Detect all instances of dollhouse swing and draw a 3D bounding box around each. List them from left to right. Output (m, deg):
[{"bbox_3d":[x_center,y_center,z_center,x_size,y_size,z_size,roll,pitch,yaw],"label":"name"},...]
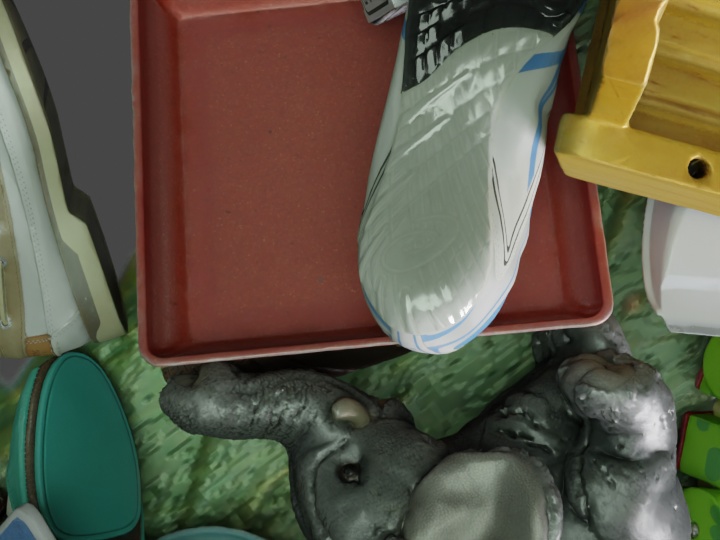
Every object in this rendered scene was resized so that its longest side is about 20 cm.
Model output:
[{"bbox_3d":[0.166,-0.126,0.611,0.181,0.176,0.201,14,87,-9],"label":"dollhouse swing"}]

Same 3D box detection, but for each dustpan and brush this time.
[{"bbox_3d":[0.194,-0.067,0.737,0.139,0.057,0.201,5,87,-10],"label":"dustpan and brush"}]

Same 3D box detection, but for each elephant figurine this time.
[{"bbox_3d":[0.035,0.104,0.723,0.199,0.155,0.142,-20,132,-17],"label":"elephant figurine"}]

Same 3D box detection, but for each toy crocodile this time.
[{"bbox_3d":[0.178,0.080,0.780,0.067,0.062,0.201,8,99,-40],"label":"toy crocodile"}]

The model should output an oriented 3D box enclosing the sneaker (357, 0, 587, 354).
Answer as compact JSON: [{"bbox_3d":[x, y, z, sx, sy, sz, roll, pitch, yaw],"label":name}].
[{"bbox_3d":[0.046,-0.064,0.664,0.072,0.072,0.201,16,81,7],"label":"sneaker"}]

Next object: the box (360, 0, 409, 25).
[{"bbox_3d":[0.071,-0.202,0.713,0.199,0.060,0.117,-26,97,-7],"label":"box"}]

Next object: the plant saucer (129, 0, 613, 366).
[{"bbox_3d":[0.000,-0.054,0.732,0.199,0.037,0.201,-5,67,1],"label":"plant saucer"}]

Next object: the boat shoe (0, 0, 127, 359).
[{"bbox_3d":[-0.170,-0.054,0.754,0.068,0.075,0.201,-18,99,-2],"label":"boat shoe"}]

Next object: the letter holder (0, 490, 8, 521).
[{"bbox_3d":[-0.274,0.167,0.756,0.101,0.142,0.200,41,98,-5],"label":"letter holder"}]

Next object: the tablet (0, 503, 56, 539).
[{"bbox_3d":[-0.119,0.211,0.715,0.200,0.014,0.130,54,130,12],"label":"tablet"}]

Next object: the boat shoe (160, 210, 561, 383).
[{"bbox_3d":[0.001,0.002,0.770,0.201,0.075,0.075,-14,72,1],"label":"boat shoe"}]

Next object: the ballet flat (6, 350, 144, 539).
[{"bbox_3d":[-0.134,0.139,0.771,0.070,0.067,0.201,-34,65,36],"label":"ballet flat"}]

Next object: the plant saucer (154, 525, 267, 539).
[{"bbox_3d":[-0.071,0.222,0.770,0.199,0.036,0.201,-13,67,32],"label":"plant saucer"}]
